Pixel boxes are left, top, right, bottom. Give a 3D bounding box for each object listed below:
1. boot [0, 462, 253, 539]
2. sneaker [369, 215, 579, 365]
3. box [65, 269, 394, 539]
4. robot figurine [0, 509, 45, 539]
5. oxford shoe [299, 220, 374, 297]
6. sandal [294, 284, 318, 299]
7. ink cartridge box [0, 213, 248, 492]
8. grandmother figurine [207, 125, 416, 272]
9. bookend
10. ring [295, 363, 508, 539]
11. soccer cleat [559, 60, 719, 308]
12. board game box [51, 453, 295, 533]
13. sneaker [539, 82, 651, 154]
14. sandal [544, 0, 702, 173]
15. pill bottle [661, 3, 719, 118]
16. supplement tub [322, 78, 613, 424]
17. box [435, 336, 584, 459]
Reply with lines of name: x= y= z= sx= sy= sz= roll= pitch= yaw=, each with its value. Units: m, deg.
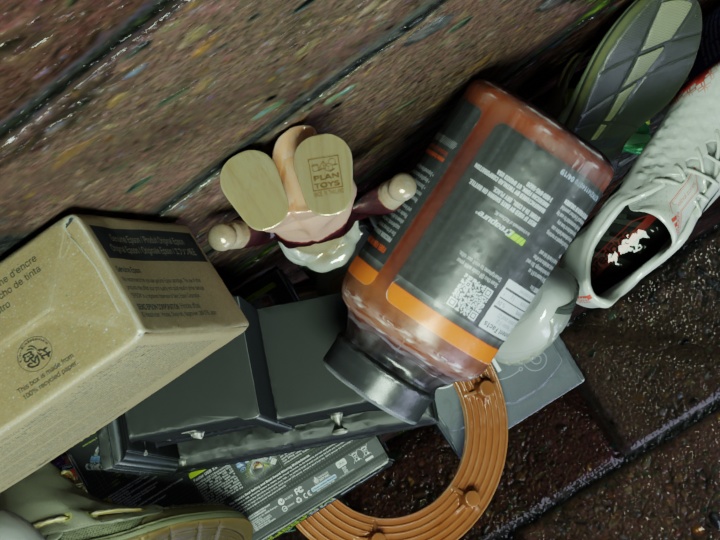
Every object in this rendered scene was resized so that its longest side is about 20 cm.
boot: x=-0.187 y=0.164 z=1.292 sx=0.199 sy=0.155 sz=0.073 roll=-8 pitch=124 yaw=-36
sneaker: x=0.068 y=0.002 z=1.260 sx=0.075 sy=0.087 sz=0.200 roll=-58 pitch=-147 yaw=-3
box: x=-0.099 y=0.119 z=1.358 sx=0.199 sy=0.161 sz=0.044 roll=-32 pitch=170 yaw=1
robot figurine: x=-0.260 y=0.186 z=1.106 sx=0.198 sy=0.114 sz=0.170 roll=12 pitch=-176 yaw=2
oxford shoe: x=0.000 y=0.000 z=1.379 sx=0.075 sy=0.058 sz=0.200 roll=-35 pitch=173 yaw=7
sandal: x=-0.050 y=0.049 z=1.482 sx=0.199 sy=0.054 sz=0.080 roll=-22 pitch=167 yaw=-47
ink cartridge box: x=-0.178 y=0.054 z=1.006 sx=0.199 sy=0.075 sz=0.165 roll=-34 pitch=172 yaw=11
grandmother figurine: x=-0.028 y=-0.037 z=1.096 sx=0.120 sy=0.061 sz=0.200 roll=-4 pitch=173 yaw=0
bookend: x=-0.058 y=0.068 z=1.230 sx=0.198 sy=0.093 sz=0.199 roll=-12 pitch=172 yaw=3
ring: x=0.022 y=0.118 z=1.413 sx=0.200 sy=0.201 sz=0.019 roll=-28 pitch=-175 yaw=-22
soccer cleat: x=0.204 y=-0.055 z=1.241 sx=0.200 sy=0.069 sz=0.085 roll=-49 pitch=-172 yaw=6
board game box: x=-0.154 y=0.164 z=1.419 sx=0.199 sy=0.106 sz=0.023 roll=-15 pitch=175 yaw=12
sneaker: x=0.120 y=-0.061 z=1.358 sx=0.199 sy=0.084 sz=0.074 roll=-34 pitch=171 yaw=20
sandal: x=0.152 y=-0.111 z=1.261 sx=0.079 sy=0.058 sz=0.201 roll=-2 pitch=139 yaw=-36
pill bottle: x=0.310 y=-0.162 z=1.347 sx=0.115 sy=0.116 sz=0.200 roll=-24 pitch=167 yaw=-41
supplement tub: x=0.059 y=-0.008 z=1.159 sx=0.201 sy=0.107 sz=0.107 roll=-56 pitch=169 yaw=3
box: x=0.086 y=0.051 z=1.558 sx=0.122 sy=0.106 sz=0.200 roll=-33 pitch=-163 yaw=0
